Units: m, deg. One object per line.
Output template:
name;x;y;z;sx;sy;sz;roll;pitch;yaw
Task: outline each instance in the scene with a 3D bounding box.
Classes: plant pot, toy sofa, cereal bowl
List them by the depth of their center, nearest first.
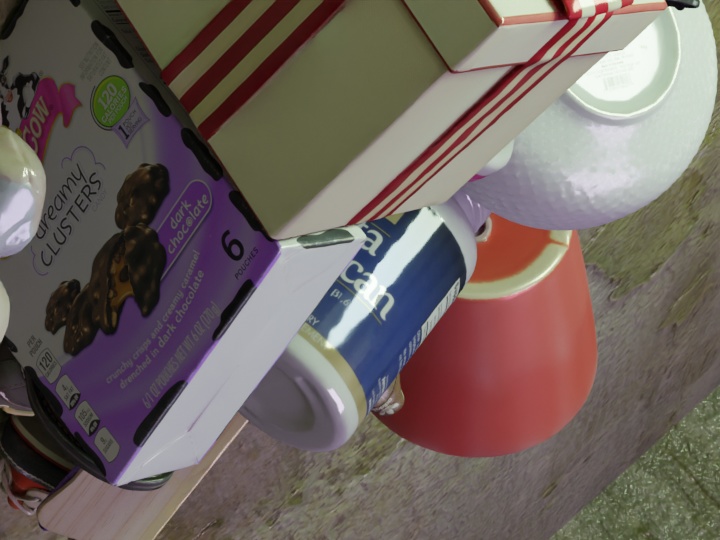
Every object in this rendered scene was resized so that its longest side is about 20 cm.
cereal bowl;0.128;-0.127;1.402;0.200;0.201;0.083;-35;-174;-26
toy sofa;-0.115;0.098;1.498;0.200;0.097;0.083;-52;-163;9
plant pot;0.084;0.013;1.792;0.200;0.200;0.178;-37;152;-21

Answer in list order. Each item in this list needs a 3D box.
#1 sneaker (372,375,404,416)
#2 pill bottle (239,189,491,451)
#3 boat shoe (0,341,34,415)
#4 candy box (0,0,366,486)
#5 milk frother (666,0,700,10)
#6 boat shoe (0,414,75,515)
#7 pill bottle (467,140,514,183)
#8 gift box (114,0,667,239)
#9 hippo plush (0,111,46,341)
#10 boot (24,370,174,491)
sneaker;-0.005;0.029;1.639;0.070;0.076;0.200;-29;-153;17
pill bottle;0.000;0.000;1.416;0.200;0.111;0.111;-52;169;-29
boat shoe;-0.174;0.046;1.472;0.060;0.073;0.202;-10;-176;15
candy box;-0.118;-0.025;1.186;0.071;0.200;0.168;-9;143;-52
milk frother;0.089;-0.247;1.282;0.180;0.198;0.190;-155;-107;-75
boat shoe;-0.209;0.139;1.605;0.062;0.071;0.200;-40;167;-3
pill bottle;-0.025;-0.076;1.326;0.199;0.114;0.113;-21;172;23
gift box;0.021;-0.147;1.123;0.187;0.185;0.200;-42;170;33
hippo plush;-0.251;-0.042;1.023;0.199;0.161;0.161;-6;162;32
boot;-0.122;-0.004;1.269;0.069;0.201;0.174;-7;150;-41
